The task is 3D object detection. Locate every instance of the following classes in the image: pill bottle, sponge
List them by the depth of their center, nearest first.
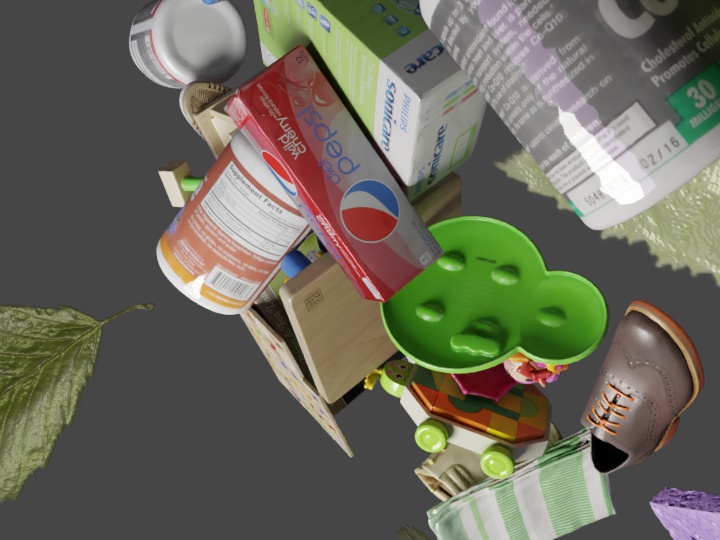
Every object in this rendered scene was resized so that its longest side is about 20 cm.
[{"bbox_3d":[0.101,-0.130,0.358,0.200,0.113,0.113,52,163,3],"label":"pill bottle"},{"bbox_3d":[0.337,0.238,0.592,0.112,0.030,0.200,53,164,4],"label":"sponge"},{"bbox_3d":[-0.095,-0.064,0.676,0.112,0.200,0.112,36,-161,-14],"label":"pill bottle"},{"bbox_3d":[-0.228,-0.293,0.912,0.200,0.116,0.116,25,147,58],"label":"pill bottle"}]

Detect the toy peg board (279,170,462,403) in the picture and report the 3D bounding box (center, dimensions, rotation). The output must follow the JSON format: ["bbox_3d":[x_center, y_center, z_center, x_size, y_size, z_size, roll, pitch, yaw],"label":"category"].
[{"bbox_3d":[0.000,0.000,0.729,0.098,0.200,0.200,42,160,33],"label":"toy peg board"}]

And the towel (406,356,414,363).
[{"bbox_3d":[0.109,0.162,1.048,0.149,0.031,0.201,29,150,53],"label":"towel"}]

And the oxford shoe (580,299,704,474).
[{"bbox_3d":[0.218,0.104,0.570,0.071,0.072,0.201,39,158,40],"label":"oxford shoe"}]

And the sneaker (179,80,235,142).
[{"bbox_3d":[-0.155,-0.185,0.902,0.200,0.071,0.112,27,-171,-42],"label":"sneaker"}]

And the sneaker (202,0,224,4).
[{"bbox_3d":[-0.184,-0.342,0.749,0.200,0.085,0.077,44,161,31],"label":"sneaker"}]

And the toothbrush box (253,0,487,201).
[{"bbox_3d":[0.005,-0.174,0.573,0.200,0.086,0.146,49,163,19],"label":"toothbrush box"}]

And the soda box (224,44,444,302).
[{"bbox_3d":[-0.021,-0.073,0.577,0.200,0.070,0.063,54,167,-11],"label":"soda box"}]

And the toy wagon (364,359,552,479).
[{"bbox_3d":[0.101,0.136,0.757,0.199,0.155,0.040,20,118,10],"label":"toy wagon"}]

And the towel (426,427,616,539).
[{"bbox_3d":[0.180,0.262,0.774,0.153,0.199,0.023,66,177,-36],"label":"towel"}]

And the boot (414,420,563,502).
[{"bbox_3d":[0.117,0.180,0.844,0.200,0.155,0.073,47,162,22],"label":"boot"}]

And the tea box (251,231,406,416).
[{"bbox_3d":[-0.035,0.034,0.894,0.201,0.196,0.133,60,162,-18],"label":"tea box"}]

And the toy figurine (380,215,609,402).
[{"bbox_3d":[0.138,0.063,0.680,0.199,0.151,0.184,14,158,28],"label":"toy figurine"}]

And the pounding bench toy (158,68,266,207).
[{"bbox_3d":[-0.109,-0.119,0.787,0.156,0.200,0.125,32,153,52],"label":"pounding bench toy"}]

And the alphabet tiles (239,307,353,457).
[{"bbox_3d":[-0.084,0.119,0.841,0.167,0.008,0.200,38,159,42],"label":"alphabet tiles"}]
